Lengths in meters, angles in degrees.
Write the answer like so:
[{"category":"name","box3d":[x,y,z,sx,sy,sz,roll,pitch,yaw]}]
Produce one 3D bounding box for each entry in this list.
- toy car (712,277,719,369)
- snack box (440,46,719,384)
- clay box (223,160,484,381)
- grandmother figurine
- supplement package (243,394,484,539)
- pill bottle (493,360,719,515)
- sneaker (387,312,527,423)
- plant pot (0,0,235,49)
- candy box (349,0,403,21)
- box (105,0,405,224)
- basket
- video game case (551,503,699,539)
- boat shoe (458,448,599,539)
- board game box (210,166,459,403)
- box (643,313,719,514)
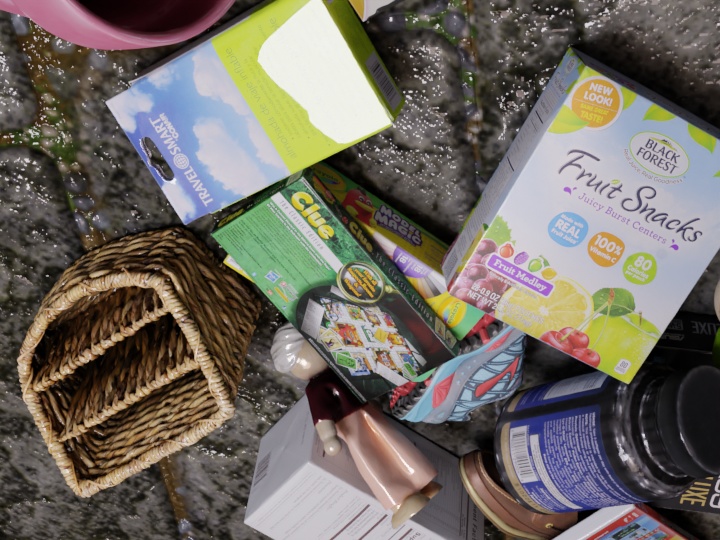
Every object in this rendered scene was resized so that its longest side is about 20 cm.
[{"category":"toy car","box3d":[0.375,0.054,1.007,0.157,0.201,0.165,-16,137,-15]},{"category":"snack box","box3d":[0.181,-0.039,1.029,0.168,0.068,0.201,25,107,-13]},{"category":"clay box","box3d":[0.000,0.000,1.124,0.199,0.048,0.115,33,127,-9]},{"category":"grandmother figurine","box3d":[-0.008,0.127,1.195,0.060,0.121,0.200,-39,84,11]},{"category":"supplement package","box3d":[0.009,0.214,1.273,0.199,0.114,0.110,33,125,-17]},{"category":"pill bottle","box3d":[0.211,0.136,1.113,0.112,0.112,0.199,39,147,-22]},{"category":"sneaker","box3d":[0.109,0.065,1.174,0.095,0.080,0.200,17,137,-28]},{"category":"plant pot","box3d":[-0.192,-0.240,0.871,0.178,0.200,0.201,5,137,42]},{"category":"candy box","box3d":[0.051,-0.272,0.897,0.199,0.061,0.137,-23,123,26]},{"category":"box","box3d":[-0.080,-0.128,1.029,0.199,0.048,0.122,-24,108,26]},{"category":"basket","box3d":[-0.205,0.072,1.165,0.199,0.150,0.143,-28,121,29]},{"category":"video game case","box3d":[0.245,0.283,1.297,0.143,0.018,0.200,-36,138,18]},{"category":"boat shoe","box3d":[0.174,0.218,1.284,0.200,0.072,0.067,36,121,-28]},{"category":"board game box","box3d":[-0.019,0.015,1.096,0.104,0.024,0.200,-27,114,33]},{"category":"box","box3d":[0.310,0.131,1.200,0.156,0.050,0.201,7,130,2]}]
